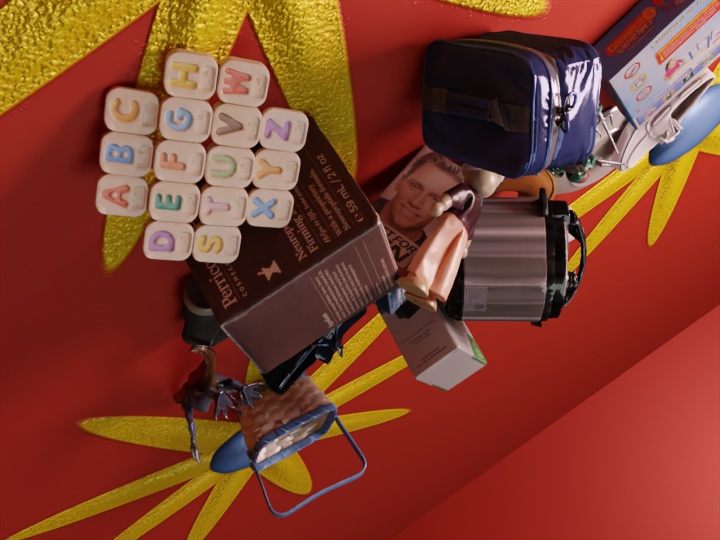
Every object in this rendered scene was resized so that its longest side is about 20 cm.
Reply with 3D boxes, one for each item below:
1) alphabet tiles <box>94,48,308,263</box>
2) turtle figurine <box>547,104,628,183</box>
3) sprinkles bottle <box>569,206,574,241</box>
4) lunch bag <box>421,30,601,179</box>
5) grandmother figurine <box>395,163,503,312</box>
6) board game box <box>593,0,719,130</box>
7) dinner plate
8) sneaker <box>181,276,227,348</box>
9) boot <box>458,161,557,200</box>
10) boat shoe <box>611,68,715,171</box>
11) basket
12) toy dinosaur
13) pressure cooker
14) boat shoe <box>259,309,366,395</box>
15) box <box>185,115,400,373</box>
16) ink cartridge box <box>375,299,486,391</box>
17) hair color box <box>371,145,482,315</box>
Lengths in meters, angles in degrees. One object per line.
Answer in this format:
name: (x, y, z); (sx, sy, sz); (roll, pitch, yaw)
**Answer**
alphabet tiles: (-0.148, -0.102, 0.798); (0.191, 0.015, 0.204); (4, 114, -23)
turtle figurine: (0.259, -0.170, 1.075); (0.100, 0.152, 0.199); (-33, 122, 32)
sprinkles bottle: (0.276, -0.046, 1.428); (0.197, 0.069, 0.069); (-26, 153, -16)
lunch bag: (0.159, -0.180, 0.915); (0.130, 0.199, 0.139); (-17, 116, -31)
grandmother figurine: (0.114, -0.052, 0.995); (0.203, 0.060, 0.122); (-61, 160, -14)
board game box: (0.427, -0.315, 1.171); (0.200, 0.056, 0.195); (-43, 152, 15)
dinner plate: (0.392, -0.192, 1.373); (0.197, 0.024, 0.202); (-26, 152, -15)
sneaker: (-0.141, 0.037, 1.099); (0.196, 0.076, 0.107); (-9, 150, -24)
boot: (0.206, -0.134, 1.209); (0.152, 0.074, 0.202); (-25, 144, -14)
boat shoe: (0.470, -0.234, 1.309); (0.073, 0.065, 0.202); (2, 125, -51)
basket: (-0.103, 0.278, 1.376); (0.173, 0.202, 0.140); (-20, 151, -22)
toy dinosaur: (-0.218, 0.162, 1.187); (0.104, 0.179, 0.204); (-32, 116, -38)
pressure cooker: (0.216, -0.013, 1.176); (0.195, 0.183, 0.176); (0, 168, 5)
boat shoe: (-0.064, 0.121, 1.315); (0.199, 0.069, 0.084); (-40, 153, 11)
box: (-0.083, -0.025, 0.943); (0.198, 0.167, 0.165); (-32, 155, -4)
ink cartridge box: (0.091, 0.066, 1.257); (0.082, 0.202, 0.146); (-35, 154, 13)
hair color box: (0.061, -0.054, 1.066); (0.201, 0.099, 0.061); (-49, 158, -20)
